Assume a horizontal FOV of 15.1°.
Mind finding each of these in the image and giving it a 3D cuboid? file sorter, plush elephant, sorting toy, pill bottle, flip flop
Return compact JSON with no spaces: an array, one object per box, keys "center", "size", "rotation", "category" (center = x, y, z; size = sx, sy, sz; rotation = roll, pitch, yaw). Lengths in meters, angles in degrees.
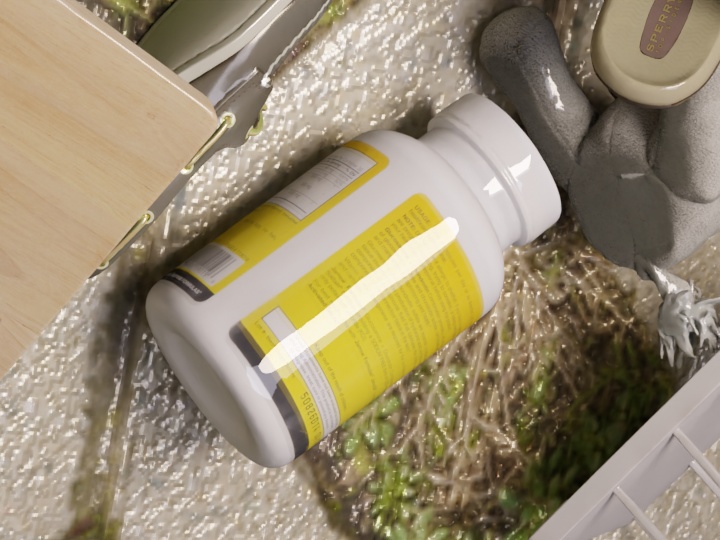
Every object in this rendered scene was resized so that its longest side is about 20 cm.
[{"center":[0.219,0.113,1.439],"size":[0.200,0.125,0.139],"rotation":[-47,164,20],"category":"file sorter"},{"center":[0.188,-0.070,1.421],"size":[0.155,0.165,0.200],"rotation":[-32,110,-38],"category":"plush elephant"},{"center":[-0.203,-0.063,1.208],"size":[0.200,0.070,0.199],"rotation":[36,106,-23],"category":"sorting toy"},{"center":[0.000,0.000,1.358],"size":[0.200,0.112,0.112],"rotation":[-36,120,-15],"category":"pill bottle"},{"center":[0.162,-0.173,1.295],"size":[0.058,0.081,0.200],"rotation":[72,39,-67],"category":"flip flop"}]

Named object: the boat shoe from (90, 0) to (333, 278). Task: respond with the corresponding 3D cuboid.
[{"center":[-0.084,-0.080,1.311],"size":[0.202,0.072,0.060],"rotation":[-44,121,-4],"category":"boat shoe"}]
